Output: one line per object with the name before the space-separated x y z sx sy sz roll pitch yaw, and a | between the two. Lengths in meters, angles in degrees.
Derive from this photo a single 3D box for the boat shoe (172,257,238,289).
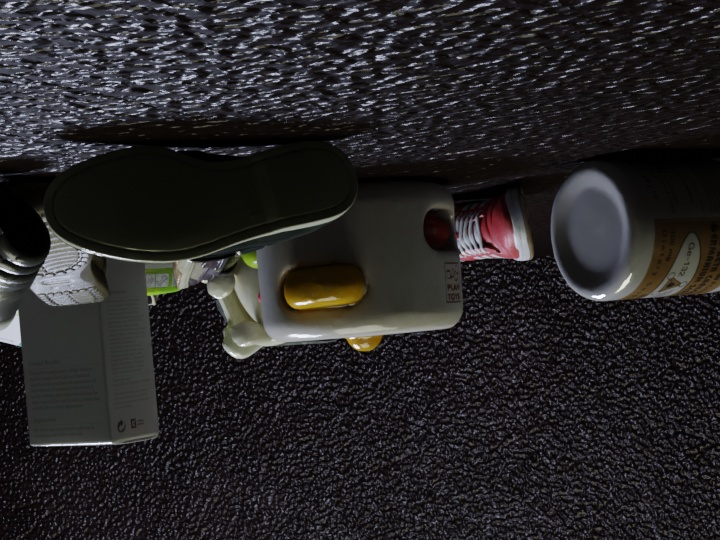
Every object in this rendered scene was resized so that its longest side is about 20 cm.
boat shoe | -0.142 -0.022 1.286 0.064 0.073 0.200 2 171 -5

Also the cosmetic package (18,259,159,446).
cosmetic package | -0.242 0.050 1.210 0.100 0.204 0.074 -5 178 30

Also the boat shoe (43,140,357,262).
boat shoe | -0.102 -0.040 0.862 0.197 0.076 0.066 -14 170 -24

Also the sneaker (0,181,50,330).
sneaker | -0.294 -0.032 0.904 0.198 0.071 0.099 24 125 -36

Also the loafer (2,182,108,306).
loafer | -0.236 -0.028 1.049 0.075 0.068 0.200 -7 162 -7

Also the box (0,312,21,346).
box | -0.355 0.040 1.504 0.142 0.037 0.201 13 157 4

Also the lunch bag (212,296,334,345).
lunch bag | -0.137 0.047 2.382 0.197 0.142 0.167 -2 -167 -33

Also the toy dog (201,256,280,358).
toy dog | -0.077 0.013 1.515 0.191 0.142 0.200 -18 -177 -21

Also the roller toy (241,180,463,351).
roller toy | 0.000 0.000 1.215 0.180 0.142 0.200 -4 177 -20

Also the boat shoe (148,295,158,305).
boat shoe | -0.323 0.016 1.904 0.074 0.070 0.200 -5 178 18

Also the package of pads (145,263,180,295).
package of pads | -0.328 0.004 1.604 0.198 0.069 0.153 -7 178 38

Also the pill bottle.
pill bottle | 0.269 -0.037 1.164 0.197 0.116 0.114 -3 178 -31

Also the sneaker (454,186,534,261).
sneaker | 0.105 -0.039 1.346 0.111 0.072 0.200 -8 180 -2
